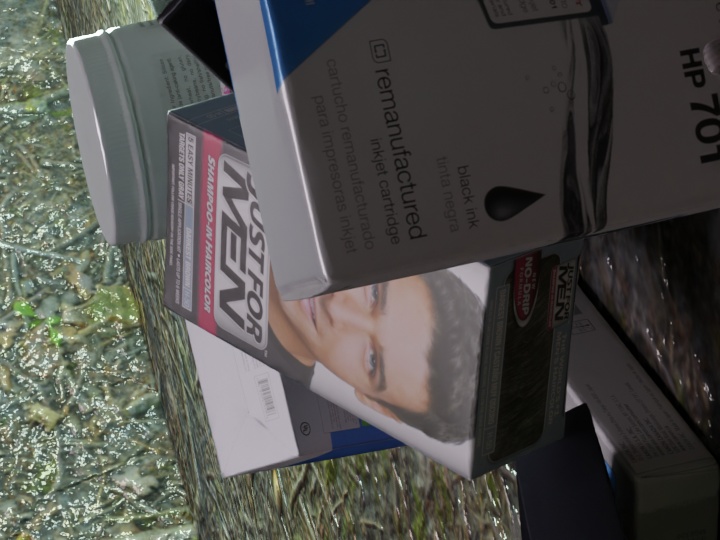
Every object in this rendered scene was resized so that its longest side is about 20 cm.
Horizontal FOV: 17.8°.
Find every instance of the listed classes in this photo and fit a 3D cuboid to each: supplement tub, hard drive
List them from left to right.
[{"bbox_3d":[-0.066,-0.096,1.383,0.132,0.200,0.132,168,90,-79],"label":"supplement tub"},{"bbox_3d":[0.098,0.168,0.949,0.200,0.042,0.135,-100,2,-47],"label":"hard drive"}]

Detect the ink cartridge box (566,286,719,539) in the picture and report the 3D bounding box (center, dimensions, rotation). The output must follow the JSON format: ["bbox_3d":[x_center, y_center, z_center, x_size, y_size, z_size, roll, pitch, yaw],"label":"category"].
[{"bbox_3d":[0.115,0.117,1.114,0.200,0.045,0.176,-121,23,-58],"label":"ink cartridge box"}]

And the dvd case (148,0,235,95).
[{"bbox_3d":[-0.039,-0.093,0.927,0.150,0.025,0.200,42,-171,-28],"label":"dvd case"}]

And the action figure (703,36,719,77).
[{"bbox_3d":[0.141,-0.134,0.602,0.200,0.105,0.194,36,138,36],"label":"action figure"}]

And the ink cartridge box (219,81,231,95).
[{"bbox_3d":[0.013,-0.094,1.113,0.083,0.146,0.200,5,108,61],"label":"ink cartridge box"}]

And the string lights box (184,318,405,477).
[{"bbox_3d":[0.003,0.044,1.220,0.059,0.200,0.103,-20,80,39],"label":"string lights box"}]

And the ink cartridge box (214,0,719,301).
[{"bbox_3d":[0.058,-0.082,0.795,0.086,0.200,0.147,166,91,-77],"label":"ink cartridge box"}]

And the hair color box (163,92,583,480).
[{"bbox_3d":[0.000,0.000,0.992,0.200,0.061,0.099,26,124,39],"label":"hair color box"}]
